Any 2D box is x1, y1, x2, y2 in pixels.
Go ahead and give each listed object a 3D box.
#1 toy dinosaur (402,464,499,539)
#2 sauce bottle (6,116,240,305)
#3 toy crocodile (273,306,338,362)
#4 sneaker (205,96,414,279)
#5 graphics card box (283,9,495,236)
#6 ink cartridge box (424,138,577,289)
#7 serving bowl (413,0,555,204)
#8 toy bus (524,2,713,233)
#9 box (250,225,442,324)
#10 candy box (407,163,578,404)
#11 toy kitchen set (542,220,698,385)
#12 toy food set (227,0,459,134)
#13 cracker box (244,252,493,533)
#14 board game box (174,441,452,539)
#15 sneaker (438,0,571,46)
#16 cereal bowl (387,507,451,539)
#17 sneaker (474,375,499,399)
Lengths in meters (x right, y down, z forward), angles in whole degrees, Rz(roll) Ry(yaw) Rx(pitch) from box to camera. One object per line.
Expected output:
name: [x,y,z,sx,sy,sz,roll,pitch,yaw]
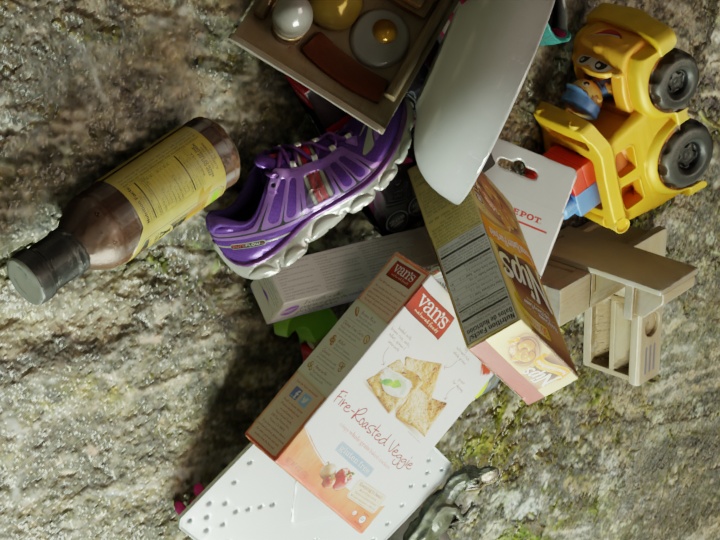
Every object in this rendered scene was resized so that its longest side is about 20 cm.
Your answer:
toy dinosaur: [0.063,0.254,1.540,0.200,0.047,0.088,-53,151,6]
sauce bottle: [-0.177,-0.043,1.228,0.200,0.064,0.065,-38,131,-33]
toy crocodile: [-0.017,0.100,1.477,0.062,0.067,0.201,-42,132,-24]
sneaker: [-0.040,-0.079,1.332,0.200,0.081,0.084,-42,118,-2]
graphics card box: [0.027,-0.131,1.418,0.125,0.051,0.200,-36,135,-6]
ink cartridge box: [0.113,-0.018,1.538,0.068,0.115,0.201,168,-57,-86]
serving bowl: [0.089,-0.156,1.309,0.200,0.065,0.201,-157,-90,-88]
toy bus: [0.238,-0.139,1.656,0.191,0.136,0.201,-32,127,-19]
box: [0.000,0.000,1.428,0.199,0.042,0.039,-15,160,-35]
candy box: [0.111,0.001,1.394,0.055,0.201,0.115,-31,140,16]
toy kitchen set: [0.267,0.064,1.729,0.199,0.162,0.182,-25,123,-42]
toy food set: [0.004,-0.225,1.304,0.201,0.143,0.060,-60,-178,-13]
cracker box: [0.016,0.104,1.384,0.200,0.058,0.134,-51,131,-6]
board game box: [-0.039,0.192,1.454,0.200,0.026,0.200,-45,131,-2]
sneaker: [0.125,-0.207,1.479,0.083,0.120,0.201,15,94,-51]
cereal bowl: [0.032,0.331,1.619,0.199,0.083,0.202,-22,120,-44]
sneaker: [0.126,0.034,1.632,0.081,0.074,0.201,-5,114,-59]
